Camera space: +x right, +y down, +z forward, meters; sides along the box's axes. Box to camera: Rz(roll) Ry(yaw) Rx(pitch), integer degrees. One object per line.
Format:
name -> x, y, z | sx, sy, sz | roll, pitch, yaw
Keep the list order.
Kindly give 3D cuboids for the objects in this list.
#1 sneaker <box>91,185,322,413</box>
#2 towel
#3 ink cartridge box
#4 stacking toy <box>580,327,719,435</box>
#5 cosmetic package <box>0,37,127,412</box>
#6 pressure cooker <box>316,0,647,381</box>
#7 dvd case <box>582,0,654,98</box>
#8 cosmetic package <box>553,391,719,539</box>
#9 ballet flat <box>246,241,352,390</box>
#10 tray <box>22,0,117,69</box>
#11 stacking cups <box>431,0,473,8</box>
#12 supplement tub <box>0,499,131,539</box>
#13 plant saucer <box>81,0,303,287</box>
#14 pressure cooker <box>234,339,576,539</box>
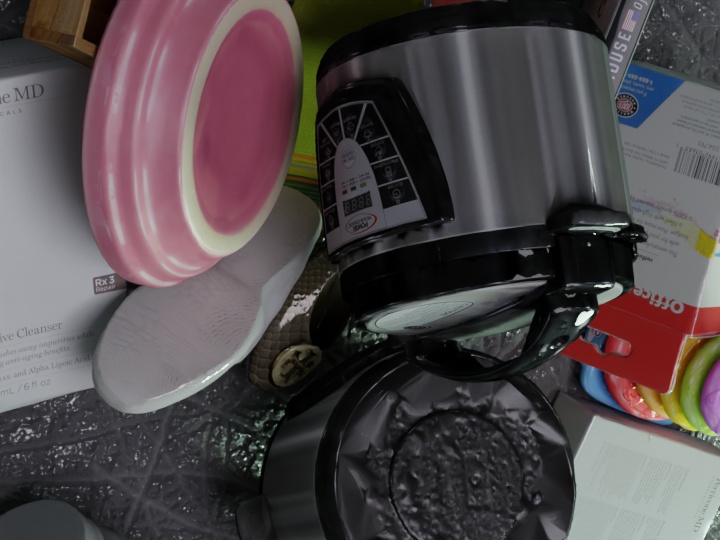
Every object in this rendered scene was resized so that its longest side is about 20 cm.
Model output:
sneaker -> -0.089, 0.036, 1.281 | 0.200, 0.075, 0.089 | -45, 162, -42
towel -> -0.030, -0.093, 1.320 | 0.086, 0.018, 0.200 | 5, 123, -33
ink cartridge box -> 0.199, -0.030, 1.434 | 0.067, 0.116, 0.201 | -2, 110, -58
stacking toy -> 0.251, 0.077, 1.469 | 0.110, 0.200, 0.116 | 23, 97, -34
cosmetic package -> -0.201, -0.028, 1.241 | 0.112, 0.081, 0.201 | -15, 115, -23
pressure cooker -> 0.070, -0.038, 1.223 | 0.178, 0.176, 0.201 | -9, 81, 8
dvd case -> 0.163, -0.171, 1.362 | 0.025, 0.150, 0.201 | 20, 99, -4
cosmetic package -> 0.170, 0.203, 1.562 | 0.150, 0.052, 0.201 | 20, 98, -32
ballet flat -> 0.000, 0.000, 1.380 | 0.200, 0.046, 0.067 | -51, 155, -6
tray -> -0.116, -0.152, 1.195 | 0.200, 0.037, 0.099 | 20, 83, -68
stacking cups -> 0.086, -0.239, 1.261 | 0.060, 0.060, 0.201 | 4, 107, -31
supplement tub -> -0.162, 0.251, 1.333 | 0.145, 0.145, 0.200 | -44, 123, -8
plant saucer -> -0.085, -0.087, 1.194 | 0.200, 0.051, 0.201 | 13, 90, -69
pressure cooker -> 0.025, 0.142, 1.376 | 0.176, 0.200, 0.179 | 30, 73, -11
